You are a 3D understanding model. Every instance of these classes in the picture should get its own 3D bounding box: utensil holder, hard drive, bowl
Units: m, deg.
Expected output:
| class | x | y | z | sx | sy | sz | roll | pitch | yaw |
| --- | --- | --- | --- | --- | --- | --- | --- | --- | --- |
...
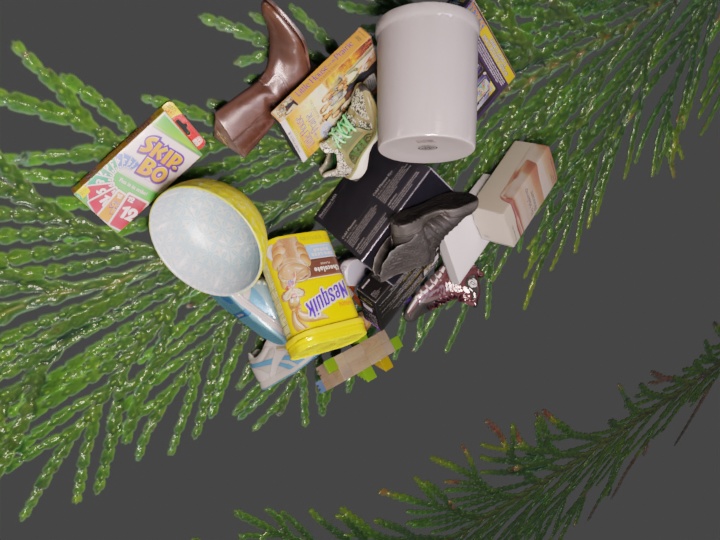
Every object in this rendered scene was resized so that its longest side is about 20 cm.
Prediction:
| class | x | y | z | sx | sy | sz | roll | pitch | yaw |
| --- | --- | --- | --- | --- | --- | --- | --- | --- | --- |
| utensil holder | 0.105 | -0.288 | 1.102 | 0.168 | 0.169 | 0.204 | 5 | 83 | -37 |
| hard drive | 0.233 | -0.088 | 1.464 | 0.201 | 0.026 | 0.133 | -50 | 135 | -28 |
| bowl | -0.228 | -0.071 | 1.124 | 0.108 | 0.197 | 0.203 | -62 | 152 | -50 |

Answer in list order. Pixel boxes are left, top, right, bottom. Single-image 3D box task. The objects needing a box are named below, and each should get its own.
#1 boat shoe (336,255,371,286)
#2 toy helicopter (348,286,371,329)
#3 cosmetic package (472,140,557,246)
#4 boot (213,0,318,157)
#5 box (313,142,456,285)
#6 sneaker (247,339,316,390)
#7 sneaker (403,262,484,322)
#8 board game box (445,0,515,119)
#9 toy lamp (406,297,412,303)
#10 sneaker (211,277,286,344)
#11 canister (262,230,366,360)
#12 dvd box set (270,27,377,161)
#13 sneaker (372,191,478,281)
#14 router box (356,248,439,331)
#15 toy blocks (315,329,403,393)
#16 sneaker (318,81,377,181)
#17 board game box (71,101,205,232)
| class | x | y | z | sx | sy | sz | roll | pitch | yaw |
| --- | --- | --- | --- | --- | --- | --- | --- | --- | --- |
| boat shoe | 0.000 | 0.000 | 1.375 | 0.199 | 0.065 | 0.071 | -10 | 106 | -58 |
| toy helicopter | -0.036 | 0.082 | 1.411 | 0.199 | 0.078 | 0.134 | 24 | 93 | -53 |
| cosmetic package | 0.321 | -0.162 | 1.451 | 0.201 | 0.086 | 0.104 | -54 | 138 | -20 |
| boot | -0.167 | -0.292 | 1.081 | 0.199 | 0.064 | 0.187 | -39 | 134 | -4 |
| box | 0.044 | -0.113 | 1.258 | 0.201 | 0.182 | 0.104 | -52 | 134 | 5 |
| sneaker | -0.134 | 0.151 | 1.314 | 0.199 | 0.082 | 0.076 | -32 | 178 | 25 |
| sneaker | 0.191 | 0.059 | 1.504 | 0.200 | 0.115 | 0.076 | -49 | 167 | 0 |
| board game box | 0.179 | -0.372 | 1.281 | 0.166 | 0.057 | 0.200 | -49 | 133 | -3 |
| toy lamp | 0.125 | 0.001 | 1.472 | 0.200 | 0.058 | 0.058 | -49 | 133 | 0 |
| sneaker | -0.184 | 0.028 | 1.266 | 0.200 | 0.079 | 0.132 | 43 | 63 | -25 |
| canister | -0.089 | 0.039 | 1.224 | 0.147 | 0.203 | 0.086 | -11 | 162 | -37 |
| dvd box set | -0.050 | -0.284 | 1.147 | 0.200 | 0.029 | 0.147 | -44 | 161 | -5 |
| sneaker | 0.111 | -0.058 | 1.178 | 0.197 | 0.060 | 0.106 | -20 | 126 | -18 |
| router box | 0.079 | 0.006 | 1.355 | 0.200 | 0.051 | 0.150 | -49 | 159 | -16 |
| toy blocks | -0.025 | 0.195 | 1.447 | 0.198 | 0.101 | 0.136 | -24 | 171 | -41 |
| sneaker | -0.024 | -0.224 | 1.178 | 0.088 | 0.077 | 0.202 | -20 | 147 | -29 |
| board game box | -0.334 | -0.158 | 1.068 | 0.200 | 0.030 | 0.096 | -46 | 134 | -6 |
